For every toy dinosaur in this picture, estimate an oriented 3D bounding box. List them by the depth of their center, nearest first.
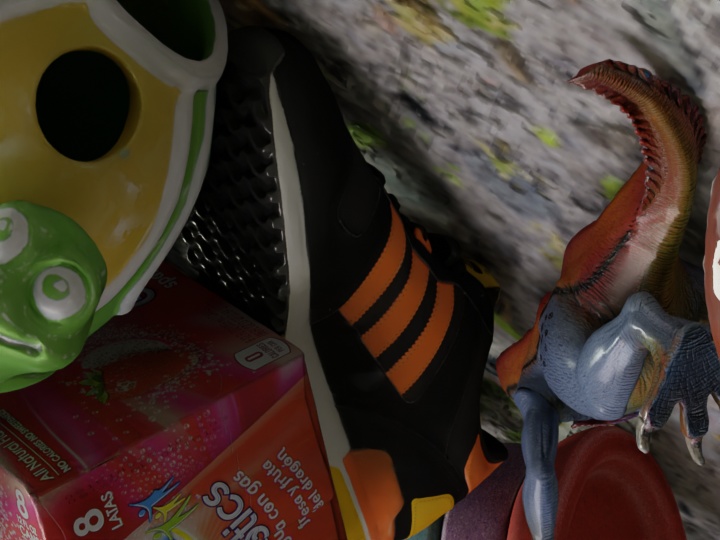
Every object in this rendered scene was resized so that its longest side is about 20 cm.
[{"bbox_3d":[0.085,0.016,0.838,0.181,0.105,0.201,-156,53,-65],"label":"toy dinosaur"}]

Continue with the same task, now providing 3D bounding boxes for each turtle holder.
[{"bbox_3d":[-0.111,-0.040,0.797,0.141,0.132,0.186,51,-160,-2],"label":"turtle holder"}]

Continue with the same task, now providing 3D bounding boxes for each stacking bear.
[{"bbox_3d":[0.009,0.121,1.017,0.199,0.114,0.121,-9,157,32],"label":"stacking bear"}]

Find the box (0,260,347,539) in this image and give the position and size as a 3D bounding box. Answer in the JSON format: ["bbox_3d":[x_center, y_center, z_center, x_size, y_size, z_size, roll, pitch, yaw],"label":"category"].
[{"bbox_3d":[-0.098,0.052,0.919,0.200,0.100,0.096,31,142,52],"label":"box"}]

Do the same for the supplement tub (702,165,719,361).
[{"bbox_3d":[0.169,0.003,0.546,0.107,0.107,0.200,44,159,-32],"label":"supplement tub"}]

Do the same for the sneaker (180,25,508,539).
[{"bbox_3d":[0.000,0.000,0.902,0.070,0.090,0.201,36,144,48],"label":"sneaker"}]

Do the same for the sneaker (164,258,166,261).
[{"bbox_3d":[-0.170,0.011,1.089,0.202,0.077,0.146,-8,159,1],"label":"sneaker"}]
